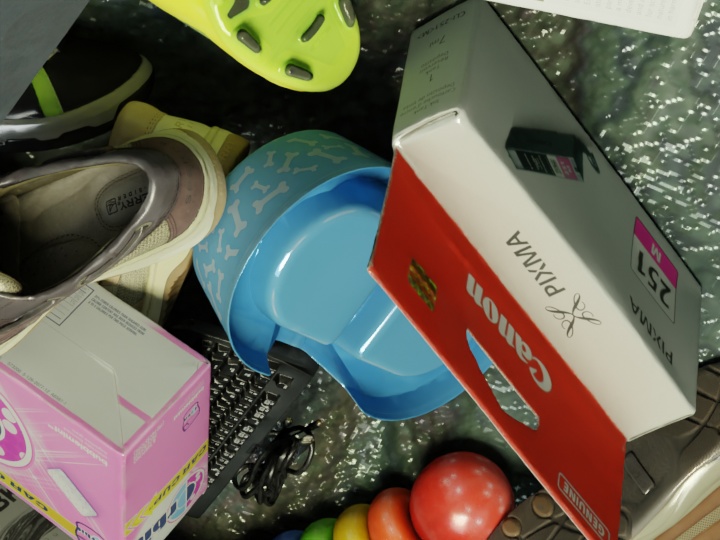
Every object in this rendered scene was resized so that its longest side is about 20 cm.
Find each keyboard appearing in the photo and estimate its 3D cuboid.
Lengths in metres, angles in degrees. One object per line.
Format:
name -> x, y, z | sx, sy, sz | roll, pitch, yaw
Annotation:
keyboard -> -0.072, 0.088, 1.380 | 0.104, 0.040, 0.200 | 13, 152, -14

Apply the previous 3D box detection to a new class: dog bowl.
dog bowl -> 0.000, 0.000, 1.277 | 0.112, 0.050, 0.200 | -53, 142, 10

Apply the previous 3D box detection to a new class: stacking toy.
stacking toy -> -0.005, 0.154, 1.452 | 0.200, 0.086, 0.085 | -34, 117, 22

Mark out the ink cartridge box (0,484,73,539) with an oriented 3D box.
ink cartridge box -> -0.190, 0.187, 1.412 | 0.200, 0.144, 0.084 | 35, 130, 16

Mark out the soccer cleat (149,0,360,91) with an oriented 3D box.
soccer cleat -> -0.086, -0.146, 1.231 | 0.200, 0.065, 0.084 | 32, 171, -20

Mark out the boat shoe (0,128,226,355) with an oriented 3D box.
boat shoe -> -0.154, -0.008, 1.218 | 0.199, 0.065, 0.072 | -23, 77, 21

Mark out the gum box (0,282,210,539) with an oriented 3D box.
gum box -> -0.168, 0.042, 1.324 | 0.200, 0.066, 0.114 | 34, 150, 18

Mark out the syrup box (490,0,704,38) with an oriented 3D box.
syrup box -> 0.053, -0.168, 1.172 | 0.199, 0.079, 0.082 | 12, 130, 0

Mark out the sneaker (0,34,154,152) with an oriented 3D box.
sneaker -> -0.193, -0.107, 1.268 | 0.199, 0.072, 0.083 | 3, 117, -1

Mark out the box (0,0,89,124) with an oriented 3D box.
box -> -0.226, -0.144, 1.148 | 0.197, 0.124, 0.200 | 51, 122, 16

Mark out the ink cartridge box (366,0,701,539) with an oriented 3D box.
ink cartridge box -> 0.083, 0.003, 1.244 | 0.043, 0.174, 0.200 | -25, 121, 26

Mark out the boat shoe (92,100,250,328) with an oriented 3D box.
boat shoe -> -0.108, -0.015, 1.315 | 0.065, 0.072, 0.200 | 27, 148, -2

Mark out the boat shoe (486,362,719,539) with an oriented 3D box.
boat shoe -> 0.136, 0.133, 1.381 | 0.200, 0.076, 0.072 | -38, 127, 11
